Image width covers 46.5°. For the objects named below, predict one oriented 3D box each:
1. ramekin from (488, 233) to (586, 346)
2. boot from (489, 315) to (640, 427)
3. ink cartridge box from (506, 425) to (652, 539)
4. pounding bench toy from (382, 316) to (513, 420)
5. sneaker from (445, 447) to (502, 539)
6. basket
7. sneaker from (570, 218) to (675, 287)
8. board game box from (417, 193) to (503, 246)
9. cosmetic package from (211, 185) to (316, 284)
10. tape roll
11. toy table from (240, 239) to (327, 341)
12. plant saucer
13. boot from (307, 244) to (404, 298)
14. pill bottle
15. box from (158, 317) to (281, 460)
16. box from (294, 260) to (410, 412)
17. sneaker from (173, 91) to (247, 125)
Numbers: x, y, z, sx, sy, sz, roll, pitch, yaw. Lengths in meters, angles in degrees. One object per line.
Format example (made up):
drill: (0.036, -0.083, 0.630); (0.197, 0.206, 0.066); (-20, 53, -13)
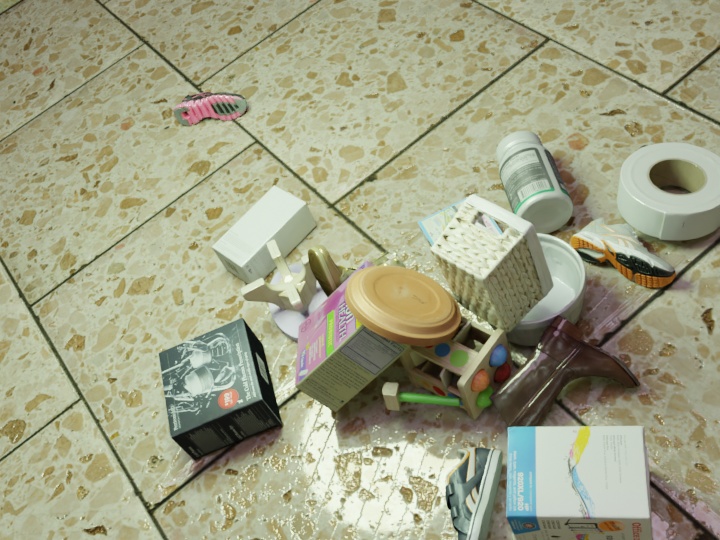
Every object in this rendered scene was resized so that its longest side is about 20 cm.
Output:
ramekin: (0.306, 0.041, 1.512); (0.200, 0.105, 0.200); (-10, 51, 12)
boot: (0.338, 0.204, 1.400); (0.186, 0.064, 0.200); (37, 89, 4)
ink cartridge box: (0.329, 0.327, 1.254); (0.200, 0.147, 0.145); (-4, 53, 17)
pounding bench toy: (0.152, 0.185, 1.444); (0.156, 0.124, 0.200); (26, 66, 34)
sneaker: (0.169, 0.370, 1.326); (0.079, 0.078, 0.200); (6, 45, 18)
basket: (0.218, -0.005, 1.388); (0.136, 0.200, 0.123); (32, 76, 36)
sneaker: (0.491, -0.044, 1.535); (0.200, 0.076, 0.092); (30, 64, 34)
board game box: (0.214, -0.052, 1.665); (0.134, 0.034, 0.200); (-26, 49, -1)
cosmetic package: (-0.205, -0.075, 1.802); (0.108, 0.085, 0.200); (32, 69, 35)
tape roll: (0.583, -0.149, 1.560); (0.202, 0.071, 0.203); (-4, 47, 4)
toy table: (-0.133, 0.036, 1.670); (0.184, 0.117, 0.200); (-36, 49, -9)
plant saucer: (0.074, 0.051, 1.403); (0.200, 0.032, 0.200); (13, 33, -8)
boot: (0.000, 0.000, 1.599); (0.155, 0.200, 0.073); (-36, 30, -11)
pill bottle: (0.340, -0.178, 1.665); (0.113, 0.113, 0.200); (-16, 50, 8)
box: (-0.267, 0.222, 1.582); (0.182, 0.104, 0.200); (-24, 49, 3)
box: (-0.017, 0.116, 1.493); (0.200, 0.097, 0.176); (-43, 25, 24)
sneaker: (-0.381, -0.434, 2.161); (0.200, 0.079, 0.095); (-3, 42, 17)
